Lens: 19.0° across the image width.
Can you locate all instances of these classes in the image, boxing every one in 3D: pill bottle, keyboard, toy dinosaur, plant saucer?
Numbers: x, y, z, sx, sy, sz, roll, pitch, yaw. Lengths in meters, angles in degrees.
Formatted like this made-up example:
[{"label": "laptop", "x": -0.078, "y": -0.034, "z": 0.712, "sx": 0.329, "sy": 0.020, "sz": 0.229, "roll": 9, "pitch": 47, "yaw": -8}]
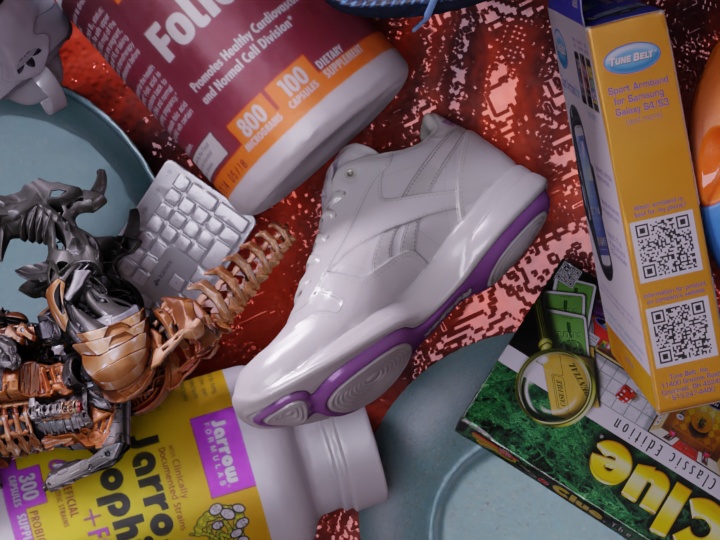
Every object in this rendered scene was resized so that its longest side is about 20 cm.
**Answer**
[{"label": "pill bottle", "x": -0.091, "y": 0.110, "z": 1.089, "sx": 0.199, "sy": 0.104, "sz": 0.105, "roll": -17, "pitch": 94, "yaw": -5}, {"label": "keyboard", "x": -0.129, "y": 0.039, "z": 1.121, "sx": 0.056, "sy": 0.011, "sz": 0.200, "roll": 36, "pitch": 104, "yaw": 6}, {"label": "toy dinosaur", "x": -0.128, "y": 0.033, "z": 1.047, "sx": 0.199, "sy": 0.102, "sz": 0.136, "roll": -17, "pitch": 59, "yaw": -18}, {"label": "plant saucer", "x": 0.092, "y": 0.133, "z": 1.104, "sx": 0.200, "sy": 0.039, "sz": 0.202, "roll": 2, "pitch": 98, "yaw": 13}, {"label": "pill bottle", "x": -0.080, "y": -0.136, "z": 1.065, "sx": 0.114, "sy": 0.114, "sz": 0.200, "roll": -42, "pitch": 88, "yaw": 15}, {"label": "plant saucer", "x": -0.188, "y": -0.008, "z": 1.151, "sx": 0.199, "sy": 0.036, "sz": 0.201, "roll": 2, "pitch": 98, "yaw": 13}]

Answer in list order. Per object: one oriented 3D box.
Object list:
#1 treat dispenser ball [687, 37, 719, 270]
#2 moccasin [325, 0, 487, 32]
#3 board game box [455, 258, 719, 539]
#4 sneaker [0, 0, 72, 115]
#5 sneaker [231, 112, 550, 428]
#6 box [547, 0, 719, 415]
[{"label": "treat dispenser ball", "x": 0.246, "y": -0.052, "z": 0.955, "sx": 0.200, "sy": 0.201, "sz": 0.202, "roll": 2, "pitch": 99, "yaw": 13}, {"label": "moccasin", "x": 0.068, "y": -0.159, "z": 0.904, "sx": 0.199, "sy": 0.068, "sz": 0.081, "roll": -20, "pitch": 96, "yaw": 15}, {"label": "board game box", "x": 0.157, "y": 0.089, "z": 1.064, "sx": 0.199, "sy": 0.023, "sz": 0.105, "roll": 32, "pitch": 72, "yaw": 7}, {"label": "sneaker", "x": -0.218, "y": -0.150, "z": 1.092, "sx": 0.075, "sy": 0.115, "sz": 0.200, "roll": -43, "pitch": 49, "yaw": -6}, {"label": "sneaker", "x": 0.000, "y": 0.000, "z": 1.058, "sx": 0.100, "sy": 0.075, "sz": 0.200, "roll": 42, "pitch": 63, "yaw": 14}, {"label": "box", "x": 0.125, "y": -0.046, "z": 0.989, "sx": 0.041, "sy": 0.119, "sz": 0.201, "roll": -10, "pitch": 102, "yaw": -1}]
